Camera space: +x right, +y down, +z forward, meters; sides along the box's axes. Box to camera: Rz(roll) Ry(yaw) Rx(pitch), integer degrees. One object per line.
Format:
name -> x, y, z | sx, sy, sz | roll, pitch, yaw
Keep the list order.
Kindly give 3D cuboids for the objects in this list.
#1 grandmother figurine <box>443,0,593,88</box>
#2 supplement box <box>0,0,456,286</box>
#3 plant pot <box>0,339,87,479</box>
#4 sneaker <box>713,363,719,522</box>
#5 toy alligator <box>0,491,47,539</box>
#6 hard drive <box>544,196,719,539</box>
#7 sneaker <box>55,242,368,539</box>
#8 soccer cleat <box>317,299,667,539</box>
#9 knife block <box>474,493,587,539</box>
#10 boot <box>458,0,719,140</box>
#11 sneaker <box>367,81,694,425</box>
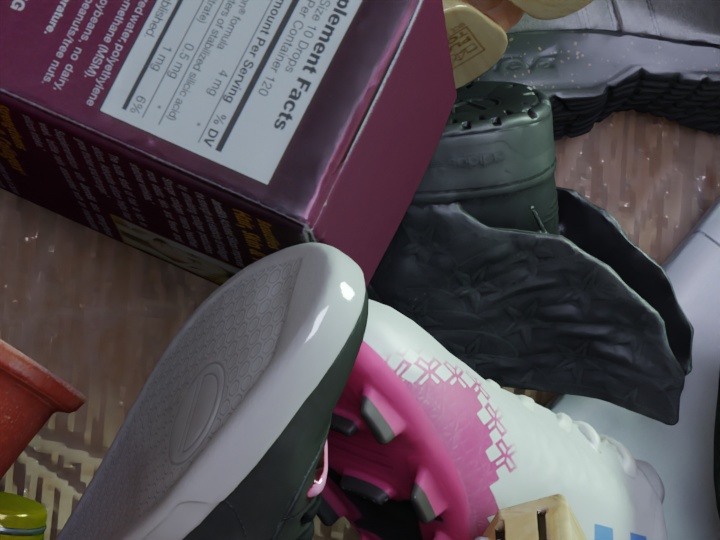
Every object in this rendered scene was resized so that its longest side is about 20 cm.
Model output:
grandmother figurine -> -0.002, -0.150, 0.945 | 0.121, 0.061, 0.200 | -28, 62, 3
supplement box -> -0.080, -0.070, 0.853 | 0.200, 0.110, 0.086 | 24, 77, 10
plant pot -> -0.212, 0.066, 0.836 | 0.200, 0.201, 0.196 | 32, 85, -4
sneaker -> 0.131, 0.100, 0.908 | 0.076, 0.088, 0.201 | -6, 84, -21
toy alligator -> -0.069, 0.110, 0.901 | 0.199, 0.054, 0.059 | 12, 97, 1
hard drive -> 0.106, 0.091, 0.967 | 0.132, 0.027, 0.200 | 41, 76, -2
sneaker -> -0.022, 0.078, 0.821 | 0.099, 0.200, 0.071 | 23, 35, -16
soccer cleat -> 0.043, 0.065, 0.883 | 0.086, 0.070, 0.200 | -49, 127, -25
knife block -> 0.081, 0.174, 0.864 | 0.175, 0.200, 0.064 | 18, 35, -15
boot -> 0.103, -0.114, 0.984 | 0.199, 0.070, 0.132 | -2, 75, -16
sneaker -> 0.000, -0.001, 0.938 | 0.199, 0.060, 0.105 | -4, 114, 14
